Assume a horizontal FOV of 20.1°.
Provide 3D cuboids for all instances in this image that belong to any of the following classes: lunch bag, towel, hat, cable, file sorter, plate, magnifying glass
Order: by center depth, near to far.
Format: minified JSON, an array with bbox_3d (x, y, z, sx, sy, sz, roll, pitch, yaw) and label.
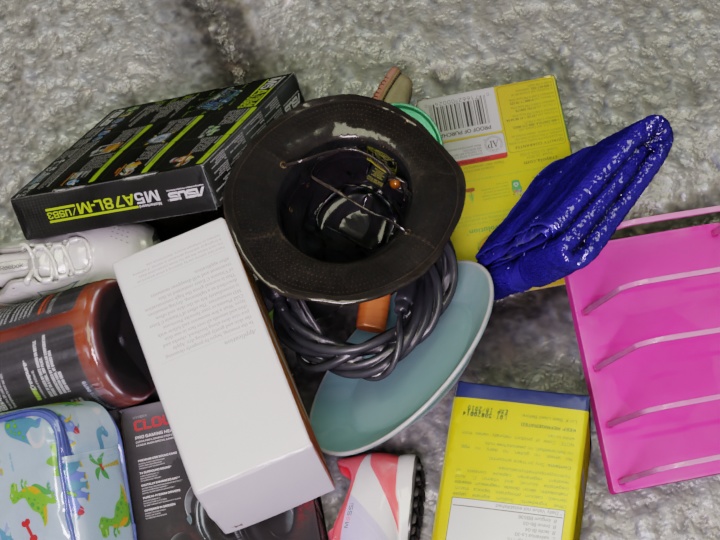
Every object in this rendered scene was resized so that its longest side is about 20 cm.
[{"bbox_3d":[0.256,0.058,1.592,0.138,0.125,0.201,-9,80,-12],"label":"file sorter"},{"bbox_3d":[-0.255,0.209,1.596,0.160,0.082,0.201,-11,87,37],"label":"lunch bag"},{"bbox_3d":[0.162,-0.052,1.607,0.049,0.200,0.148,38,74,-8],"label":"towel"},{"bbox_3d":[-0.017,-0.039,1.611,0.199,0.081,0.202,3,57,-5],"label":"hat"},{"bbox_3d":[0.038,0.076,1.651,0.026,0.200,0.201,43,71,-22],"label":"plate"},{"bbox_3d":[0.000,0.000,1.661,0.162,0.051,0.201,-18,61,-8],"label":"cable"},{"bbox_3d":[0.023,-0.046,1.715,0.079,0.022,0.201,10,75,-4],"label":"magnifying glass"}]

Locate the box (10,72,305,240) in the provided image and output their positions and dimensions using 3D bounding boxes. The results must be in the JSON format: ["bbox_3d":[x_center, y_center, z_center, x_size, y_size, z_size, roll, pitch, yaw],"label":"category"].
[{"bbox_3d":[-0.167,-0.097,1.718,0.192,0.048,0.200,-7,24,25],"label":"box"}]

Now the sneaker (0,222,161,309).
[{"bbox_3d":[-0.256,0.002,1.708,0.199,0.087,0.075,-15,74,27],"label":"sneaker"}]

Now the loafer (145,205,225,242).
[{"bbox_3d":[-0.174,-0.026,1.766,0.199,0.067,0.076,-24,71,13],"label":"loafer"}]

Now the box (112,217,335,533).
[{"bbox_3d":[-0.105,0.083,1.576,0.097,0.124,0.201,-22,68,-1],"label":"box"}]

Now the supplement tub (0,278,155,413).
[{"bbox_3d":[-0.271,0.078,1.683,0.199,0.107,0.108,-15,61,26],"label":"supplement tub"}]

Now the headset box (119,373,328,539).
[{"bbox_3d":[-0.108,0.182,1.649,0.148,0.077,0.201,-11,65,2],"label":"headset box"}]

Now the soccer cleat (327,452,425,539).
[{"bbox_3d":[0.005,0.238,1.614,0.073,0.068,0.201,3,61,10],"label":"soccer cleat"}]

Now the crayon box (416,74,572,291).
[{"bbox_3d":[0.125,-0.062,1.751,0.126,0.051,0.201,-10,63,3],"label":"crayon box"}]

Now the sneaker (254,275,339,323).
[{"bbox_3d":[-0.098,0.052,1.711,0.199,0.072,0.083,-15,52,9],"label":"sneaker"}]

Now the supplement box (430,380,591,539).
[{"bbox_3d":[0.116,0.203,1.592,0.108,0.110,0.201,6,64,10],"label":"supplement box"}]

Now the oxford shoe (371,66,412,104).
[{"bbox_3d":[0.023,-0.080,1.771,0.073,0.071,0.201,15,74,0],"label":"oxford shoe"}]
